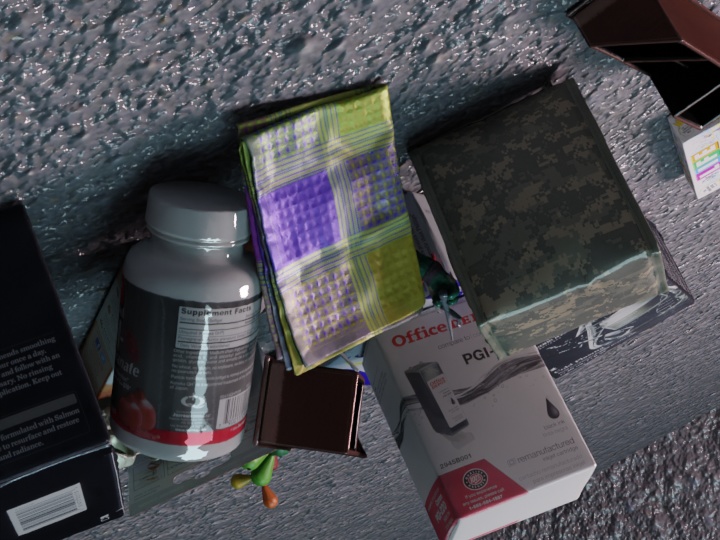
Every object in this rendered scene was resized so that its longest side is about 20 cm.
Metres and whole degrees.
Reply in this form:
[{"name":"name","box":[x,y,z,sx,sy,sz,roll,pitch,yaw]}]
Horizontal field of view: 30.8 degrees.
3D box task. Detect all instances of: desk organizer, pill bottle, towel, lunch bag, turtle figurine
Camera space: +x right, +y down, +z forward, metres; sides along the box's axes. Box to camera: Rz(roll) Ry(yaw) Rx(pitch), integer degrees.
[{"name":"desk organizer","box":[0.259,-0.182,1.092,0.072,0.077,0.199,-36,157,27]},{"name":"desk organizer","box":[-0.036,0.124,1.139,0.076,0.072,0.200,7,172,6]},{"name":"pill bottle","box":[-0.134,0.037,1.023,0.110,0.110,0.201,-6,113,-40]},{"name":"towel","box":[-0.018,-0.033,1.015,0.143,0.201,0.023,-21,-159,-29]},{"name":"lunch bag","box":[0.146,-0.051,1.115,0.163,0.201,0.118,-24,155,8]},{"name":"turtle figurine","box":[0.000,0.000,1.135,0.149,0.101,0.200,-23,134,10]}]

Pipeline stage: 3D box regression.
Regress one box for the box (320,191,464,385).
[{"name":"box","box":[0.045,0.025,1.316,0.200,0.105,0.183,-35,156,27]}]

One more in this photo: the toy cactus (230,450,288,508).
[{"name":"toy cactus","box":[-0.079,0.213,1.649,0.165,0.103,0.200,-30,169,-36]}]

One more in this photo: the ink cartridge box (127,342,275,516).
[{"name":"ink cartridge box","box":[-0.159,0.167,1.325,0.162,0.200,0.057,-25,125,3]}]

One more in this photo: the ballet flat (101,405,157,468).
[{"name":"ballet flat","box":[-0.222,0.160,1.233,0.199,0.072,0.072,-13,158,-47]}]

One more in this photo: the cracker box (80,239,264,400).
[{"name":"cracker box","box":[-0.163,0.039,1.183,0.133,0.058,0.200,-12,155,-31]}]

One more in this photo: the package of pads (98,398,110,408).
[{"name":"package of pads","box":[-0.326,0.158,1.271,0.154,0.069,0.199,-38,155,30]}]

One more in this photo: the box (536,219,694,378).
[{"name":"box","box":[0.258,0.019,1.519,0.199,0.125,0.196,-31,157,17]}]

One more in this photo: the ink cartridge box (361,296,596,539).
[{"name":"ink cartridge box","box":[0.105,0.131,1.206,0.145,0.201,0.085,-18,152,-15]}]

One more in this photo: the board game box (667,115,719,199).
[{"name":"board game box","box":[0.405,-0.149,1.396,0.134,0.034,0.200,-29,159,11]}]

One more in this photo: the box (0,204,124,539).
[{"name":"box","box":[-0.268,0.092,0.988,0.117,0.201,0.197,-19,158,-16]}]
